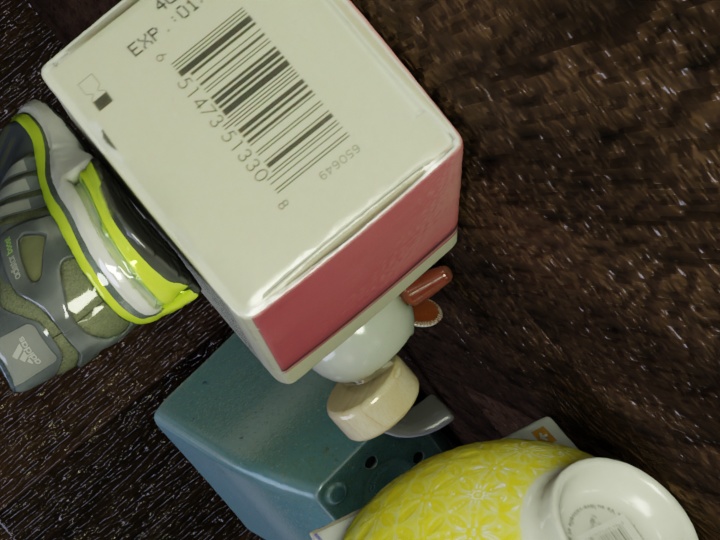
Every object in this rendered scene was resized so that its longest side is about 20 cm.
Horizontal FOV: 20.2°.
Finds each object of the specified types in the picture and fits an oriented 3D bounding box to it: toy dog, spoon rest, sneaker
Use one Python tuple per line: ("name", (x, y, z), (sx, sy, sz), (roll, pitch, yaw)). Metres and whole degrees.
("toy dog", (0.000, 0.000, 1.105), (0.132, 0.096, 0.200), (51, -169, -41))
("spoon rest", (0.000, 0.065, 1.601), (0.200, 0.061, 0.099), (53, 174, -33))
("sneaker", (-0.129, -0.011, 0.798), (0.074, 0.081, 0.200), (54, 175, -20))

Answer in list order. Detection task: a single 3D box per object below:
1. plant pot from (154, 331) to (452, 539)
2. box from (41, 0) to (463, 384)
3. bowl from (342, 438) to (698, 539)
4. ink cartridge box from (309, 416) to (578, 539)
("plant pot", (-0.026, 0.160, 1.848), (0.200, 0.196, 0.196), (31, 162, 50))
("box", (-0.037, -0.043, 0.839), (0.128, 0.109, 0.200), (50, 175, 9))
("bowl", (0.098, 0.150, 0.946), (0.200, 0.200, 0.108), (49, 132, 15))
("ink cartridge box", (0.092, 0.182, 1.031), (0.198, 0.200, 0.043), (49, 130, 20))
